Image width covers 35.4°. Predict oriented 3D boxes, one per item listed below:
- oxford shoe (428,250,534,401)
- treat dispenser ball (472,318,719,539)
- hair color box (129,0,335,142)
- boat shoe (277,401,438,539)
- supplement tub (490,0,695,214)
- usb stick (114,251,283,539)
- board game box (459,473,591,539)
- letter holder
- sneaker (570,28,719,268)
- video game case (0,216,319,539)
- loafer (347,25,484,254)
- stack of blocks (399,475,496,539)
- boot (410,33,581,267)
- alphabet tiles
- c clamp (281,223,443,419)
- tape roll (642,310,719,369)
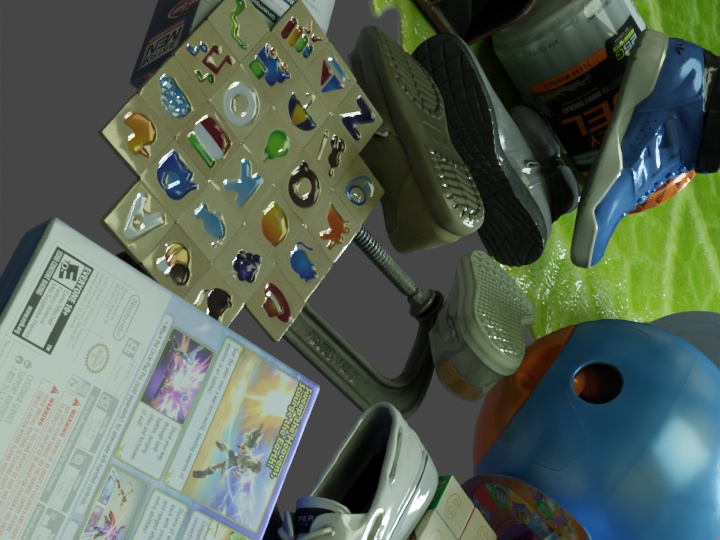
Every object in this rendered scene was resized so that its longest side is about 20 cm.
[{"bbox_3d":[0.086,0.037,0.826,0.075,0.058,0.200,41,20,-4],"label":"oxford shoe"},{"bbox_3d":[0.180,0.136,0.809,0.200,0.200,0.203,17,66,-43],"label":"treat dispenser ball"},{"bbox_3d":[-0.072,-0.184,0.740,0.100,0.060,0.201,34,55,-35],"label":"hair color box"},{"bbox_3d":[-0.017,0.158,0.647,0.200,0.072,0.066,-51,124,-38],"label":"boat shoe"},{"bbox_3d":[0.212,-0.156,0.991,0.200,0.122,0.123,53,46,-21],"label":"supplement tub"},{"bbox_3d":[-0.093,0.080,0.659,0.055,0.032,0.202,-22,94,-47],"label":"usb stick"},{"bbox_3d":[0.108,0.235,0.748,0.039,0.158,0.202,-23,96,-30],"label":"board game box"},{"bbox_3d":[0.131,-0.303,0.934,0.101,0.141,0.201,46,49,-27],"label":"letter holder"},{"bbox_3d":[0.246,-0.082,0.911,0.077,0.110,0.201,-54,162,-73],"label":"sneaker"},{"bbox_3d":[-0.131,0.106,0.573,0.181,0.045,0.201,35,62,-27],"label":"video game case"},{"bbox_3d":[0.023,-0.094,0.795,0.076,0.067,0.201,31,31,-42],"label":"loafer"},{"bbox_3d":[0.010,0.216,0.667,0.059,0.115,0.200,54,45,-20],"label":"stack of blocks"},{"bbox_3d":[0.110,-0.112,0.921,0.132,0.069,0.201,-49,120,-52],"label":"boot"},{"bbox_3d":[-0.063,-0.063,0.676,0.167,0.006,0.201,52,57,-28],"label":"alphabet tiles"},{"bbox_3d":[0.000,0.000,0.787,0.200,0.027,0.171,51,47,-23],"label":"c clamp"},{"bbox_3d":[0.309,0.141,0.947,0.139,0.202,0.205,11,70,-45],"label":"tape roll"}]
